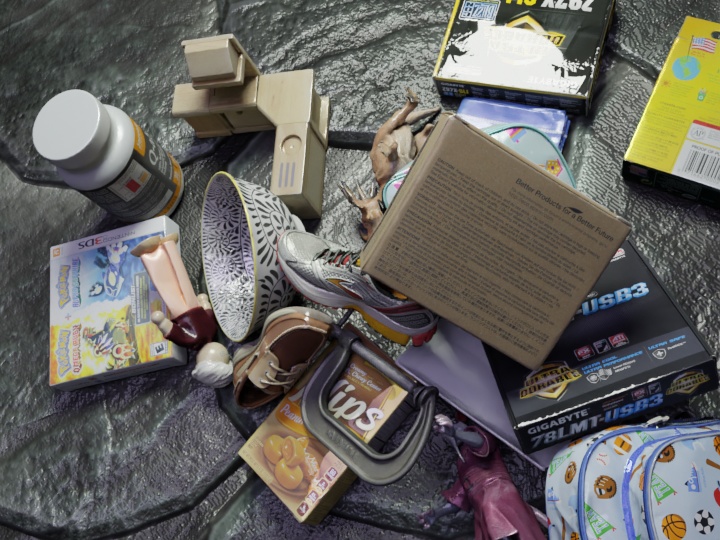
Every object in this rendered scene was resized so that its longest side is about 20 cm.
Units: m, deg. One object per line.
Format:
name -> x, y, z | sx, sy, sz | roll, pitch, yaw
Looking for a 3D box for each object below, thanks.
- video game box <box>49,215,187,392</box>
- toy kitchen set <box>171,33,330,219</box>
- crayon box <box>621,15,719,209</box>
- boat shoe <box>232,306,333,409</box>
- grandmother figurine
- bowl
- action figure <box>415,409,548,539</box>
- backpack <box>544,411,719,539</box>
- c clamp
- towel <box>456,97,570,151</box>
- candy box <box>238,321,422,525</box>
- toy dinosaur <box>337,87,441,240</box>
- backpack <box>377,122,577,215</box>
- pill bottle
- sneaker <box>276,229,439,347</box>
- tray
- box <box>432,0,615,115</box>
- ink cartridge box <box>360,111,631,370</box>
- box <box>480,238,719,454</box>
video game box -> -0.326, 0.043, 1.028 | 0.180, 0.047, 0.202 | -15, 68, 14
toy kitchen set -> -0.161, -0.177, 0.989 | 0.197, 0.163, 0.183 | -2, 71, 16
crayon box -> 0.397, -0.183, 0.885 | 0.126, 0.051, 0.202 | 23, 80, 22
boat shoe -> -0.090, 0.105, 0.872 | 0.075, 0.200, 0.073 | 18, 55, -21
grandmother figurine -> -0.214, 0.054, 0.955 | 0.060, 0.121, 0.201 | -30, 87, 32
bowl -> -0.121, -0.020, 0.940 | 0.093, 0.201, 0.203 | -6, 64, -27
action figure -> 0.138, 0.222, 0.793 | 0.147, 0.135, 0.201 | 0, 42, -16
backpack -> 0.270, 0.227, 0.705 | 0.188, 0.154, 0.202 | -3, 68, -10
c clamp -> 0.011, 0.123, 0.829 | 0.171, 0.027, 0.200 | -50, 49, -1
towel -> 0.163, -0.117, 0.949 | 0.143, 0.024, 0.202 | 15, 76, 22
candy box -> -0.032, 0.174, 0.887 | 0.115, 0.055, 0.200 | 38, 86, 26
toy dinosaur -> 0.037, -0.138, 0.968 | 0.085, 0.135, 0.201 | 31, 54, -16
backpack -> 0.138, -0.066, 0.841 | 0.198, 0.153, 0.177 | -28, 94, -2
pill bottle -> -0.324, -0.143, 1.006 | 0.115, 0.200, 0.118 | -5, 71, 14
sneaker -> 0.000, 0.000, 0.833 | 0.198, 0.083, 0.078 | 24, 47, 14
tray -> 0.143, 0.133, 0.848 | 0.199, 0.022, 0.107 | 34, 47, 24
box -> 0.209, -0.291, 0.982 | 0.198, 0.049, 0.161 | 14, 74, 21
ink cartridge box -> 0.122, -0.028, 0.730 | 0.199, 0.075, 0.166 | 30, 102, -7
box -> 0.229, 0.072, 0.800 | 0.198, 0.050, 0.199 | -21, 37, 8
